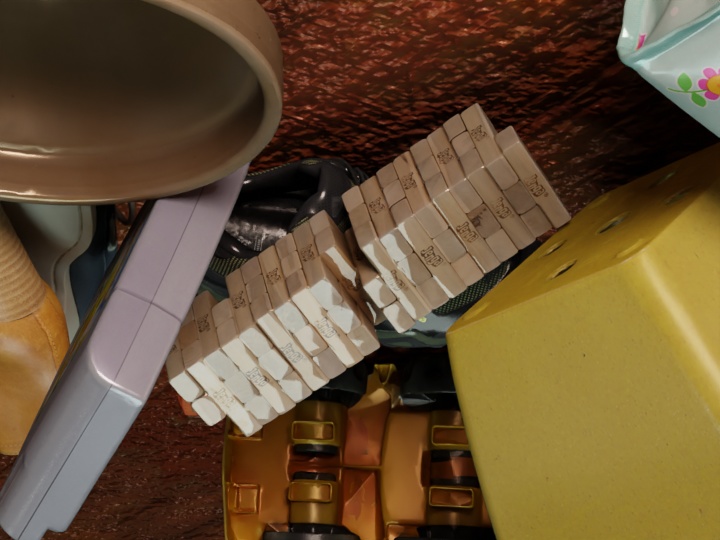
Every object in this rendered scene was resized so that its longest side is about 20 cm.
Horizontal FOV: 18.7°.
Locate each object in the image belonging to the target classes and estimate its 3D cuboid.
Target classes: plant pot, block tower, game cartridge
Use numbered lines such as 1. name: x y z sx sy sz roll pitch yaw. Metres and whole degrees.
1. plant pot: 0.158 0.051 0.979 0.200 0.200 0.177 -26 100 51
2. plant pot: -0.128 -0.108 0.879 0.200 0.093 0.201 2 156 1
3. block tower: 0.000 0.000 1.050 0.200 0.058 0.054 -33 123 9
4. game cartridge: -0.101 0.016 0.989 0.040 0.200 0.133 31 128 -10

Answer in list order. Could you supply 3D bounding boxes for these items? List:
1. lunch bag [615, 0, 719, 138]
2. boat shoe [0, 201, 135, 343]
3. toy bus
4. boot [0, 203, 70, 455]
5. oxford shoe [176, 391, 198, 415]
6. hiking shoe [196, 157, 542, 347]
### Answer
1. lunch bag: 0.221 -0.111 0.803 0.170 0.122 0.200 34 136 -27
2. boat shoe: -0.149 -0.030 1.084 0.075 0.062 0.200 24 150 12
3. toy bus: 0.024 0.127 1.384 0.199 0.136 0.192 2 172 6
4. boot: -0.224 0.024 1.094 0.201 0.071 0.145 10 129 37
5. oxford shoe: -0.063 0.039 1.211 0.072 0.072 0.200 -8 179 6
6. hiking shoe: -0.002 -0.012 1.109 0.199 0.076 0.101 3 160 0
